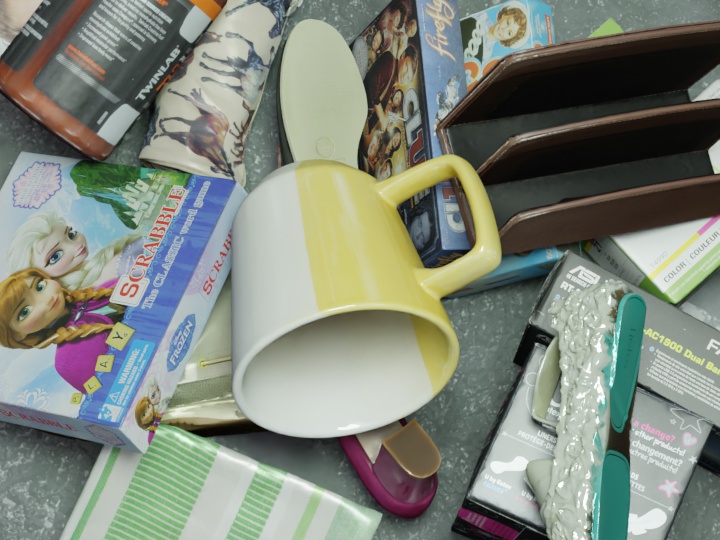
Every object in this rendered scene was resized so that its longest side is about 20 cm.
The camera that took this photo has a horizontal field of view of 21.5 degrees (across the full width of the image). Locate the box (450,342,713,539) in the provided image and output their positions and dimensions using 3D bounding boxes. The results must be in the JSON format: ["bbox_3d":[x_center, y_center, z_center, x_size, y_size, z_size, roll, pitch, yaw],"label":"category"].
[{"bbox_3d":[0.146,0.140,1.283,0.132,0.200,0.115,23,78,5],"label":"box"}]

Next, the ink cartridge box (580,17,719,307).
[{"bbox_3d":[0.208,-0.085,1.404,0.148,0.076,0.200,-41,81,-10],"label":"ink cartridge box"}]

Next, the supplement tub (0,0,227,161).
[{"bbox_3d":[-0.166,-0.184,1.353,0.107,0.107,0.200,38,92,9],"label":"supplement tub"}]

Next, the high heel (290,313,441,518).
[{"bbox_3d":[-0.013,0.089,1.360,0.067,0.096,0.200,-24,68,-20],"label":"high heel"}]

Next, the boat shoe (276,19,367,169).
[{"bbox_3d":[-0.032,-0.085,1.404,0.074,0.063,0.202,-3,78,-30],"label":"boat shoe"}]

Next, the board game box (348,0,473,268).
[{"bbox_3d":[0.038,-0.093,1.374,0.035,0.135,0.201,0,74,-22],"label":"board game box"}]

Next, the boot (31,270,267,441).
[{"bbox_3d":[-0.149,0.043,1.374,0.199,0.072,0.155,-2,76,-6],"label":"boot"}]

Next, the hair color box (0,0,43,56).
[{"bbox_3d":[-0.251,-0.251,1.453,0.100,0.061,0.200,-17,77,-4],"label":"hair color box"}]

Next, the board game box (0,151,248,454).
[{"bbox_3d":[-0.198,0.017,1.335,0.199,0.041,0.200,8,62,30],"label":"board game box"}]

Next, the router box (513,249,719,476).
[{"bbox_3d":[0.209,0.073,1.326,0.200,0.150,0.062,28,78,7],"label":"router box"}]

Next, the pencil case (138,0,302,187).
[{"bbox_3d":[-0.102,-0.149,1.418,0.089,0.078,0.200,15,76,1],"label":"pencil case"}]

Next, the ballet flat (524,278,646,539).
[{"bbox_3d":[0.135,0.104,1.164,0.072,0.072,0.201,8,73,2],"label":"ballet flat"}]

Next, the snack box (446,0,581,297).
[{"bbox_3d":[0.095,-0.090,1.393,0.116,0.037,0.201,-16,72,36],"label":"snack box"}]

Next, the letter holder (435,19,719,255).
[{"bbox_3d":[0.175,-0.091,1.267,0.200,0.142,0.101,-10,75,-22],"label":"letter holder"}]

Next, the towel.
[{"bbox_3d":[-0.106,0.199,1.324,0.200,0.023,0.153,24,95,-3],"label":"towel"}]

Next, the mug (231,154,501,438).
[{"bbox_3d":[-0.005,0.006,1.274,0.186,0.150,0.153,-10,53,-5],"label":"mug"}]
